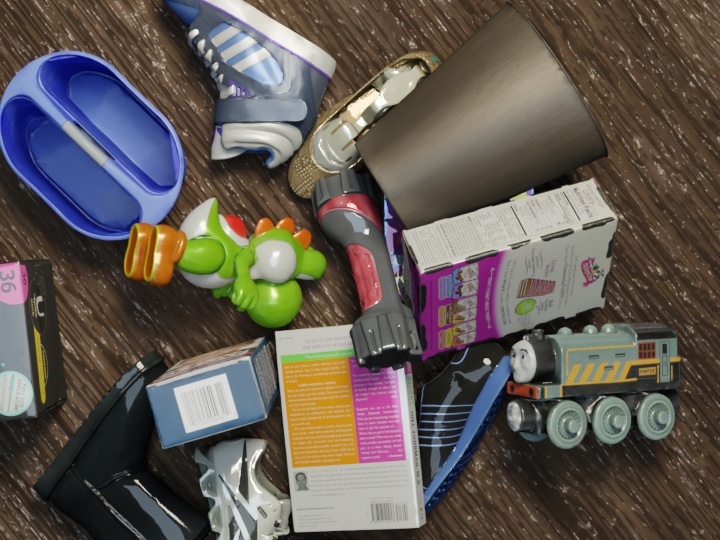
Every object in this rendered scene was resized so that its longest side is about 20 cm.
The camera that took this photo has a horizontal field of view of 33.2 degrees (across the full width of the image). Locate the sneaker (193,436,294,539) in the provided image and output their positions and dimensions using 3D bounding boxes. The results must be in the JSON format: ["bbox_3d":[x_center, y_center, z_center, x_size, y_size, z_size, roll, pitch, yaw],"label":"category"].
[{"bbox_3d":[-0.103,0.267,1.220,0.087,0.074,0.203,-14,91,2],"label":"sneaker"}]

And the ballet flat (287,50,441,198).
[{"bbox_3d":[0.001,-0.152,1.217,0.200,0.065,0.071,-45,88,0],"label":"ballet flat"}]

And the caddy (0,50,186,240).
[{"bbox_3d":[-0.262,-0.122,1.196,0.200,0.105,0.142,43,92,-1],"label":"caddy"}]

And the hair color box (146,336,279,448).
[{"bbox_3d":[-0.136,0.112,1.154,0.099,0.200,0.061,-16,91,0],"label":"hair color box"}]

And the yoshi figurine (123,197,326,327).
[{"bbox_3d":[-0.127,0.009,1.188,0.198,0.112,0.113,6,51,-31],"label":"yoshi figurine"}]

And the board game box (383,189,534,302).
[{"bbox_3d":[0.102,-0.051,1.231,0.156,0.039,0.203,1,92,0],"label":"board game box"}]

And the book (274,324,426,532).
[{"bbox_3d":[-0.009,0.155,1.205,0.132,0.048,0.203,-5,87,19],"label":"book"}]

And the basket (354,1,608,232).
[{"bbox_3d":[0.106,-0.128,1.161,0.199,0.136,0.181,-34,72,4],"label":"basket"}]

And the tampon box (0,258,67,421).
[{"bbox_3d":[-0.407,0.075,1.189,0.197,0.126,0.152,-7,92,0],"label":"tampon box"}]

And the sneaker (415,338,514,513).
[{"bbox_3d":[0.083,0.155,1.228,0.078,0.070,0.201,33,95,19],"label":"sneaker"}]

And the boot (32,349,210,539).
[{"bbox_3d":[-0.211,0.204,1.216,0.168,0.076,0.201,40,98,3],"label":"boot"}]

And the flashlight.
[{"bbox_3d":[0.000,0.000,1.177,0.067,0.068,0.202,-32,55,33],"label":"flashlight"}]

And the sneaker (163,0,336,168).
[{"bbox_3d":[-0.136,-0.189,1.208,0.198,0.081,0.148,28,88,-4],"label":"sneaker"}]

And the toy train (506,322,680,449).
[{"bbox_3d":[0.231,0.111,1.194,0.198,0.085,0.116,-1,90,-24],"label":"toy train"}]

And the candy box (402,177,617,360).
[{"bbox_3d":[0.142,0.000,1.171,0.198,0.137,0.061,-14,51,-9],"label":"candy box"}]
